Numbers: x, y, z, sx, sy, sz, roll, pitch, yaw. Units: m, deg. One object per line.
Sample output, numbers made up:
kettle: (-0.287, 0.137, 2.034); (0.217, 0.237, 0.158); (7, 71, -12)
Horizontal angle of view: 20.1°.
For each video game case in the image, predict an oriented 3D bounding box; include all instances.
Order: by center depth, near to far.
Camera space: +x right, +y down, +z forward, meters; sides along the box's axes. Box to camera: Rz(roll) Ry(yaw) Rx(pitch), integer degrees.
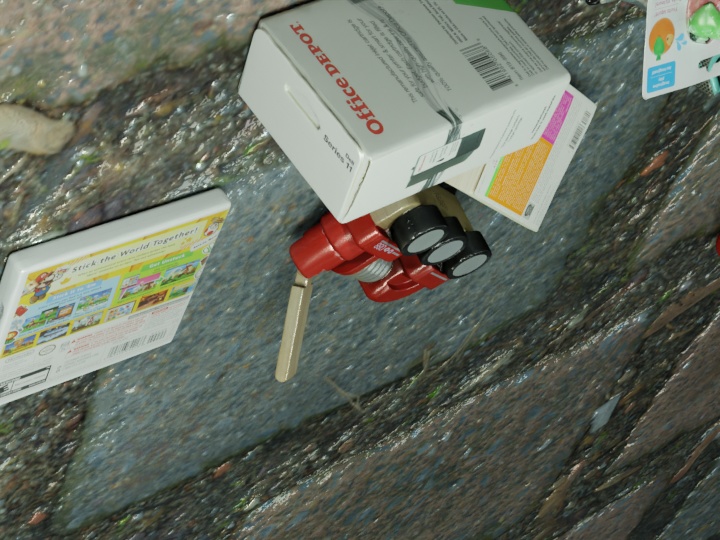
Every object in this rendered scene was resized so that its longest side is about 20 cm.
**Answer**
video game case: (-0.210, 0.024, 1.611); (0.200, 0.023, 0.182); (-20, 151, -37)

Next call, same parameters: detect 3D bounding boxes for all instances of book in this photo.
book: (0.145, -0.117, 1.821); (0.134, 0.048, 0.200); (-63, 155, 2)

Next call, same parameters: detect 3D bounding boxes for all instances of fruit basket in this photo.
fruit basket: (0.303, -0.255, 1.689); (0.185, 0.094, 0.200); (-19, 113, -39)

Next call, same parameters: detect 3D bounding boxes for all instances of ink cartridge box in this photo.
ink cartridge box: (0.031, -0.139, 1.510); (0.200, 0.147, 0.083); (-23, 154, -32)

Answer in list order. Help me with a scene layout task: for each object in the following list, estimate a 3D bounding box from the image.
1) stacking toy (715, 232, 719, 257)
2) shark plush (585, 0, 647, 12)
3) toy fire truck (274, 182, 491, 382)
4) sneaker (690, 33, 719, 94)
stacking toy: (0.476, -0.066, 2.437); (0.085, 0.085, 0.200); (-31, 163, -19)
shark plush: (0.233, -0.237, 1.746); (0.083, 0.091, 0.200); (-16, -176, 43)
toy fire truck: (0.000, 0.000, 1.782); (0.200, 0.129, 0.176); (-32, 160, 14)
sneaker: (0.348, -0.244, 1.870); (0.078, 0.091, 0.200); (-22, 152, -37)
